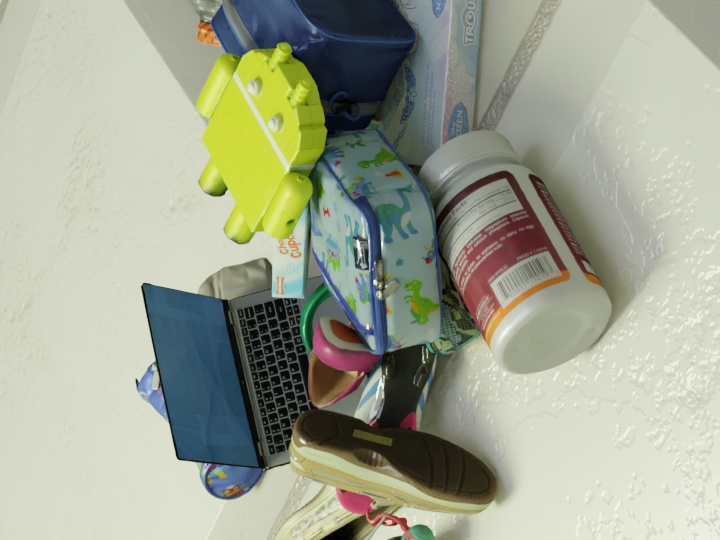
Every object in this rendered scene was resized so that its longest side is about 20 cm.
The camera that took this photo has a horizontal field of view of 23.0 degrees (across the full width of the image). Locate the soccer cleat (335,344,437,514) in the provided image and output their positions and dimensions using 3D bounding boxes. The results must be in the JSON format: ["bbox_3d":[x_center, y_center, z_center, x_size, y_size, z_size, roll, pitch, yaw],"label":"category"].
[{"bbox_3d":[0.030,0.139,1.724,0.086,0.069,0.202,-82,12,-79],"label":"soccer cleat"}]

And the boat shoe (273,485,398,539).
[{"bbox_3d":[-0.027,0.264,1.792,0.201,0.073,0.063,-54,52,33],"label":"boat shoe"}]

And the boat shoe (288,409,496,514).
[{"bbox_3d":[0.029,0.192,1.662,0.198,0.072,0.077,19,129,8],"label":"boat shoe"}]

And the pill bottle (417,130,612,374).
[{"bbox_3d":[0.130,-0.019,1.560,0.114,0.113,0.201,-54,48,37],"label":"pill bottle"}]

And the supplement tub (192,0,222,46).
[{"bbox_3d":[-0.114,-0.340,1.902,0.122,0.122,0.202,23,107,51],"label":"supplement tub"}]

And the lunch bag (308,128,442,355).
[{"bbox_3d":[0.011,-0.025,1.619,0.200,0.082,0.162,-123,25,-56],"label":"lunch bag"}]

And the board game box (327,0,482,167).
[{"bbox_3d":[0.040,-0.204,1.751,0.198,0.043,0.202,9,95,55],"label":"board game box"}]

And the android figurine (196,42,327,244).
[{"bbox_3d":[-0.093,-0.122,1.650,0.183,0.041,0.200,61,140,27],"label":"android figurine"}]

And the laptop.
[{"bbox_3d":[-0.097,0.092,1.771,0.116,0.198,0.189,76,179,-69],"label":"laptop"}]

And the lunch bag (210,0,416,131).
[{"bbox_3d":[-0.047,-0.221,1.722,0.201,0.135,0.133,59,134,34],"label":"lunch bag"}]

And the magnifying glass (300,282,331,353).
[{"bbox_3d":[0.000,0.000,1.768,0.022,0.079,0.202,-132,62,-70],"label":"magnifying glass"}]

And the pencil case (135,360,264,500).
[{"bbox_3d":[-0.182,0.169,1.999,0.078,0.087,0.200,-44,47,1],"label":"pencil case"}]

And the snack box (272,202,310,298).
[{"bbox_3d":[-0.065,-0.081,1.788,0.201,0.037,0.117,-87,0,-49],"label":"snack box"}]

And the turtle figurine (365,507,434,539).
[{"bbox_3d":[0.035,0.312,1.685,0.101,0.148,0.201,-69,1,-61],"label":"turtle figurine"}]

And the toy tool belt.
[{"bbox_3d":[-0.107,0.097,1.898,0.123,0.124,0.202,76,-178,-68],"label":"toy tool belt"}]

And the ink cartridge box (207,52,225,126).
[{"bbox_3d":[-0.084,-0.222,1.857,0.042,0.118,0.202,41,121,52],"label":"ink cartridge box"}]

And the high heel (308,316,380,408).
[{"bbox_3d":[-0.025,0.098,1.668,0.067,0.200,0.097,30,94,9],"label":"high heel"}]

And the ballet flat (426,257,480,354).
[{"bbox_3d":[0.075,-0.019,1.686,0.074,0.074,0.202,-35,64,47],"label":"ballet flat"}]
